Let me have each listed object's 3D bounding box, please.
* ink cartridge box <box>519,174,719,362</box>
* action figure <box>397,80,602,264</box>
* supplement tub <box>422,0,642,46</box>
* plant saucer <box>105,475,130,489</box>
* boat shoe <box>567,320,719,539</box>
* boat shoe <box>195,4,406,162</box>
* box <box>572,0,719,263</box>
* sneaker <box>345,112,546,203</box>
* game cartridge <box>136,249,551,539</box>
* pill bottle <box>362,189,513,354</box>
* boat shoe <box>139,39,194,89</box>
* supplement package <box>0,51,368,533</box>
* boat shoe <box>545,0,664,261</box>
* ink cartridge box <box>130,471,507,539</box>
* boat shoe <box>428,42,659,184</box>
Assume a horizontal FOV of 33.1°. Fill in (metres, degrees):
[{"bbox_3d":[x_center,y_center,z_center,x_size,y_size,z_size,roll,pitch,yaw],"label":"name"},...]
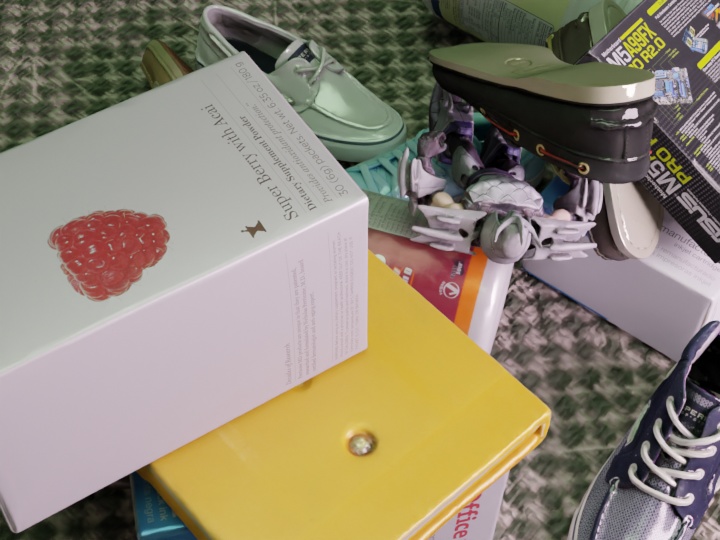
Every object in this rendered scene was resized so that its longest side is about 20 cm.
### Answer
[{"bbox_3d":[0.234,-0.053,0.897,0.145,0.084,0.200,31,58,21],"label":"ink cartridge box"},{"bbox_3d":[0.083,-0.060,0.784,0.129,0.070,0.200,16,25,-12],"label":"action figure"},{"bbox_3d":[0.162,-0.240,0.999,0.199,0.145,0.145,33,58,21],"label":"supplement tub"},{"bbox_3d":[-0.112,0.054,0.729,0.199,0.201,0.032,-31,43,-23],"label":"plant saucer"},{"bbox_3d":[0.191,0.118,0.760,0.074,0.093,0.200,25,55,16],"label":"boat shoe"},{"bbox_3d":[-0.052,-0.152,0.971,0.199,0.066,0.074,25,51,16],"label":"boat shoe"},{"bbox_3d":[0.243,-0.123,0.821,0.160,0.044,0.200,46,54,0],"label":"box"},{"bbox_3d":[0.051,-0.084,0.915,0.199,0.082,0.074,-20,55,-17],"label":"sneaker"},{"bbox_3d":[-0.032,0.066,0.631,0.176,0.033,0.200,-34,58,-25],"label":"game cartridge"},{"bbox_3d":[0.000,0.000,0.832,0.199,0.110,0.110,15,53,9],"label":"pill bottle"},{"bbox_3d":[-0.137,-0.115,0.935,0.065,0.071,0.200,-45,41,7],"label":"boat shoe"},{"bbox_3d":[-0.109,0.007,0.580,0.199,0.120,0.121,-27,57,-20],"label":"supplement package"},{"bbox_3d":[0.163,-0.092,0.836,0.059,0.072,0.201,-21,58,36],"label":"boat shoe"},{"bbox_3d":[-0.026,0.131,0.699,0.198,0.146,0.084,-9,53,-9],"label":"ink cartridge box"},{"bbox_3d":[0.103,-0.103,0.744,0.073,0.064,0.201,-16,26,-24],"label":"boat shoe"}]
